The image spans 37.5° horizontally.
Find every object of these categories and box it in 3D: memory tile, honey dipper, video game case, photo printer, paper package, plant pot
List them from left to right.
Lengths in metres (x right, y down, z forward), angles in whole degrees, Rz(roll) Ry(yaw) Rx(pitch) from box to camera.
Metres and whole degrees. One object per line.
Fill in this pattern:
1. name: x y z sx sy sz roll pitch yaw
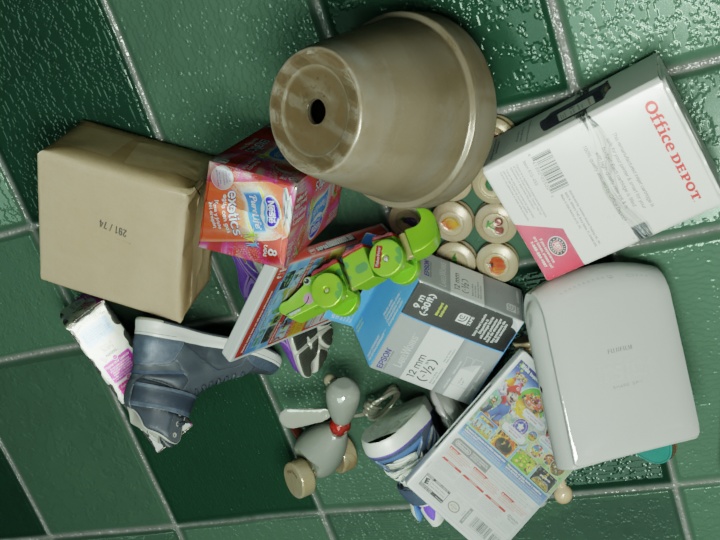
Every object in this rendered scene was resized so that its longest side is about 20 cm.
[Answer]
1. paper package: -0.280 -0.060 1.285 0.196 0.104 0.194 16 122 9
2. video game case: -0.060 0.023 1.202 0.017 0.199 0.144 44 126 21
3. plant pot: 0.009 -0.156 1.044 0.197 0.172 0.204 7 102 37
4. memory tile: 0.103 -0.078 1.191 0.150 0.017 0.203 4 119 18
5. video game case: 0.165 0.209 1.199 0.143 0.018 0.200 41 93 -12
6. honey dipper: 0.216 0.174 1.227 0.037 0.038 0.204 -10 101 24
7. photo printer: 0.264 0.095 1.130 0.163 0.069 0.204 -10 86 -13

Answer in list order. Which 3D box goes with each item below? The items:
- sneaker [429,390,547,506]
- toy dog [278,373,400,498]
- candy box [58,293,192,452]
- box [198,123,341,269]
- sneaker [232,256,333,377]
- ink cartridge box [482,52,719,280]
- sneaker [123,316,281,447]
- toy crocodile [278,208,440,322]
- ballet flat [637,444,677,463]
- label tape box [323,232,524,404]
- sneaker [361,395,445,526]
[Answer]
1. sneaker: 0.169 0.196 1.301 0.199 0.075 0.082 40 96 -3
2. toy dog: -0.049 0.193 1.351 0.096 0.131 0.202 46 120 28
3. candy box: -0.307 0.126 1.380 0.061 0.136 0.202 -37 107 -13
4. box: -0.089 -0.085 1.139 0.098 0.200 0.097 14 112 10
5. sneaker: -0.100 0.036 1.306 0.083 0.080 0.203 -11 108 43
6. ink cartridge box: 0.246 -0.103 1.077 0.198 0.085 0.146 -26 110 26
7. sneaker: -0.198 0.149 1.316 0.199 0.149 0.077 14 168 -29
8. toy crocodile: 0.000 0.000 1.141 0.198 0.067 0.063 -28 71 17
9. ballet flat: 0.287 0.133 1.208 0.199 0.073 0.068 40 123 -6
10. label tape box: 0.069 0.057 1.219 0.197 0.067 0.144 20 127 -12
11. sneaker: 0.071 0.239 1.258 0.079 0.200 0.149 -21 90 13
